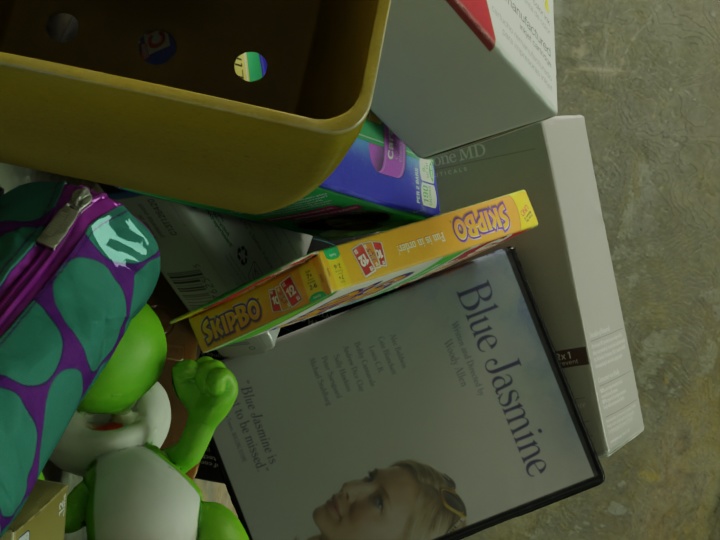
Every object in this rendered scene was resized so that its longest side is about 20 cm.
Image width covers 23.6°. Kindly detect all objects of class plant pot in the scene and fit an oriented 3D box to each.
[{"bbox_3d":[-0.083,-0.126,0.667,0.176,0.200,0.200,101,1,-71],"label":"plant pot"}]

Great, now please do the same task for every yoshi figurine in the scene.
[{"bbox_3d":[-0.107,0.087,0.802,0.112,0.112,0.200,18,34,-49],"label":"yoshi figurine"}]

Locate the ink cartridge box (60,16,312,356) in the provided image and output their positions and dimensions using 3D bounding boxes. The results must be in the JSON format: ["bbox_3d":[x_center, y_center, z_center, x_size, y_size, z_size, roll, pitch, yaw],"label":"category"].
[{"bbox_3d":[-0.078,-0.093,0.927,0.198,0.047,0.200,57,34,-37],"label":"ink cartridge box"}]

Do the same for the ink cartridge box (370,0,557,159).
[{"bbox_3d":[0.030,-0.182,0.867,0.146,0.083,0.200,40,43,-46],"label":"ink cartridge box"}]

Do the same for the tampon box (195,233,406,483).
[{"bbox_3d":[-0.048,0.029,1.092,0.126,0.150,0.200,-68,164,-48],"label":"tampon box"}]

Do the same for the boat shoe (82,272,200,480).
[{"bbox_3d":[-0.121,0.034,0.944,0.070,0.070,0.200,-30,-133,53],"label":"boat shoe"}]

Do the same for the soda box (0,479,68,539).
[{"bbox_3d":[-0.173,0.188,0.731,0.064,0.068,0.200,-46,144,-75],"label":"soda box"}]

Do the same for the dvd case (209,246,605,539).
[{"bbox_3d":[0.019,0.088,0.965,0.018,0.200,0.143,73,-4,-86],"label":"dvd case"}]

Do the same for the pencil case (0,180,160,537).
[{"bbox_3d":[-0.150,0.038,0.690,0.200,0.085,0.092,-68,178,-56],"label":"pencil case"}]

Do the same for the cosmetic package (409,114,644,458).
[{"bbox_3d":[0.092,0.013,1.022,0.090,0.107,0.200,-18,95,-64],"label":"cosmetic package"}]

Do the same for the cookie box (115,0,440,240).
[{"bbox_3d":[-0.045,-0.112,0.866,0.200,0.075,0.171,11,69,-60],"label":"cookie box"}]

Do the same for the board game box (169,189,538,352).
[{"bbox_3d":[0.000,0.000,0.888,0.200,0.096,0.030,-14,81,-50],"label":"board game box"}]
